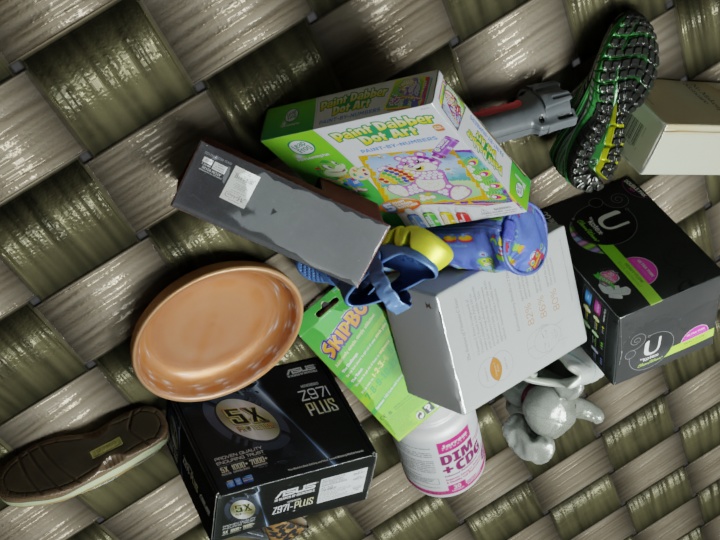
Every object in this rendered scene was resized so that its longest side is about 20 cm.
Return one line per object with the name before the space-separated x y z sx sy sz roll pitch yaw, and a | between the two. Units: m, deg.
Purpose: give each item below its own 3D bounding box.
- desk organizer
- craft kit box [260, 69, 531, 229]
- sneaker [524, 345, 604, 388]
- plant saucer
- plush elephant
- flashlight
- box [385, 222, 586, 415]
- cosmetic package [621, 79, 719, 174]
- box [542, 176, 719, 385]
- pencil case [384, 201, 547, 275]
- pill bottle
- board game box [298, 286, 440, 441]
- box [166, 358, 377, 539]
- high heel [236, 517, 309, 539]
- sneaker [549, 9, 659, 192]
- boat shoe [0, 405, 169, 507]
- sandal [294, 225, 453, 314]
desk organizer | -0.079 -0.065 1.268 0.200 0.077 0.072 24 107 -14
craft kit box | 0.038 -0.109 1.285 0.200 0.049 0.198 -8 145 34
sneaker | 0.199 0.101 1.598 0.080 0.200 0.071 -20 115 -58
plant saucer | -0.161 0.062 1.427 0.200 0.037 0.200 -19 139 -17
plush elephant | 0.249 0.158 1.701 0.200 0.155 0.165 1 129 -35
flashlight | 0.128 -0.160 1.380 0.200 0.068 0.068 -19 99 -24
box | 0.143 0.046 1.484 0.200 0.106 0.153 -26 114 -29
cosmetic package | 0.386 -0.167 1.510 0.200 0.104 0.073 -4 131 -32
box | 0.315 0.010 1.560 0.148 0.200 0.124 -22 136 -15
pencil case | 0.100 -0.035 1.388 0.087 0.200 0.078 14 80 -49
pill bottle | 0.095 0.197 1.671 0.113 0.113 0.200 -27 140 -8
board game box | 0.017 0.102 1.528 0.096 0.030 0.200 -40 109 7
box | -0.106 0.205 1.507 0.200 0.164 0.086 -11 135 -24
high heel | -0.098 0.291 1.663 0.142 0.072 0.200 7 142 -30
sneaker | 0.259 -0.193 1.426 0.078 0.085 0.200 13 107 -33
boat shoe | -0.310 0.224 1.471 0.200 0.072 0.076 -18 154 -15
sandal | 0.000 0.000 1.364 0.079 0.200 0.087 42 63 -35
